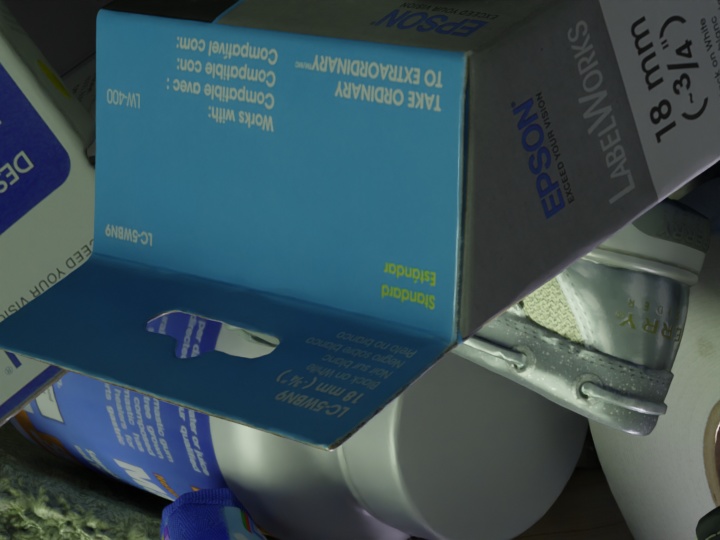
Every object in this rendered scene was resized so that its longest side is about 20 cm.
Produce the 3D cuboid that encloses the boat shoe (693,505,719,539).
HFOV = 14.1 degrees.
[{"bbox_3d":[0.143,0.151,0.823,0.200,0.072,0.068,61,-172,-29],"label":"boat shoe"}]

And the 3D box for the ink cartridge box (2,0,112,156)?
[{"bbox_3d":[-0.192,-0.064,0.979,0.147,0.200,0.145,49,152,6],"label":"ink cartridge box"}]

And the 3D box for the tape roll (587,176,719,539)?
[{"bbox_3d":[0.146,0.064,0.805,0.203,0.037,0.203,36,147,28],"label":"tape roll"}]

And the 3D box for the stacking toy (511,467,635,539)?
[{"bbox_3d":[0.062,0.142,0.983,0.085,0.085,0.200,43,157,16],"label":"stacking toy"}]

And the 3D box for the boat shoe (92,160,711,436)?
[{"bbox_3d":[0.002,0.000,0.800,0.202,0.065,0.074,8,175,35],"label":"boat shoe"}]

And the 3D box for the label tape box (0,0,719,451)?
[{"bbox_3d":[0.011,-0.046,0.706,0.144,0.200,0.063,12,129,49],"label":"label tape box"}]

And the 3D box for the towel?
[{"bbox_3d":[-0.072,0.095,1.012,0.200,0.037,0.148,20,-178,-5],"label":"towel"}]

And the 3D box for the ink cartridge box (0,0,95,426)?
[{"bbox_3d":[-0.179,-0.016,0.835,0.200,0.198,0.047,53,-171,6],"label":"ink cartridge box"}]

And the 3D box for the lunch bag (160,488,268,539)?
[{"bbox_3d":[-0.011,0.168,0.859,0.151,0.094,0.200,-110,-7,-55],"label":"lunch bag"}]

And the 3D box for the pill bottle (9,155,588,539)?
[{"bbox_3d":[-0.024,0.028,0.930,0.200,0.112,0.112,15,134,48],"label":"pill bottle"}]
